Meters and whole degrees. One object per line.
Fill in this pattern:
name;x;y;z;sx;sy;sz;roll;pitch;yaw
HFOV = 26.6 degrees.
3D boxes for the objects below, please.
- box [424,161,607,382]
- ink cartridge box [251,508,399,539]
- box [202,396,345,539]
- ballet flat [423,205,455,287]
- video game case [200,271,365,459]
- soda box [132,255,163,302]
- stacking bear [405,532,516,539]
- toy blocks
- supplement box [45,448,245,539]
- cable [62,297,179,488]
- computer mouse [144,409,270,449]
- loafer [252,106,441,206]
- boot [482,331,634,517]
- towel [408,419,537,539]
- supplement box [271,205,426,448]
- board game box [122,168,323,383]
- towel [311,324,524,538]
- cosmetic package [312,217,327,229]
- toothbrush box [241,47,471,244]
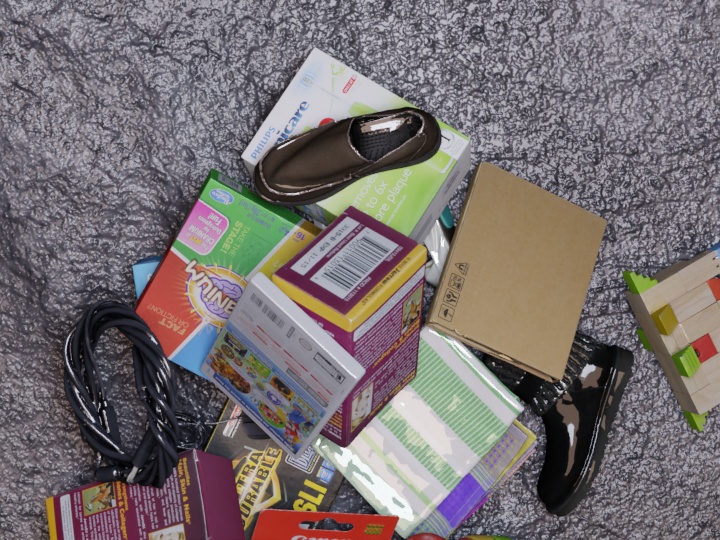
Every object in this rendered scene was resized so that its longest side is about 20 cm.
box;0.172;0.001;1.653;0.162;0.021;0.201;24;67;-11
ink cartridge box;-0.051;0.348;1.673;0.161;0.050;0.201;6;130;-16
box;-0.110;0.242;1.718;0.159;0.049;0.201;26;96;-6
ballet flat;0.084;-0.029;1.685;0.069;0.069;0.201;-28;93;2
video game case;-0.083;0.100;1.534;0.143;0.200;0.018;42;54;6
soda box;-0.146;0.010;1.679;0.198;0.064;0.068;-8;97;0
stacking bear;0.128;0.344;1.677;0.199;0.121;0.115;19;55;-23
toy blocks;0.391;0.059;1.691;0.136;0.100;0.201;-28;97;-9
supplement box;-0.233;0.278;1.653;0.199;0.086;0.111;-20;68;20
cable;-0.249;0.129;1.586;0.051;0.162;0.202;-10;99;-42
computer mouse;-0.138;0.163;1.667;0.198;0.034;0.059;-10;97;0
loafer;-0.017;-0.126;1.536;0.199;0.071;0.074;-20;75;1
boot;0.197;0.153;1.696;0.157;0.079;0.213;20;89;-9
towel;0.088;0.208;1.697;0.144;0.023;0.200;45;109;10
supplement box;-0.012;0.058;1.550;0.103;0.131;0.201;29;140;24
board game box;-0.140;0.016;1.620;0.152;0.040;0.201;28;106;-11
towel;0.062;0.169;1.659;0.153;0.023;0.200;44;99;5
cosmetic package;0.000;0.000;1.688;0.082;0.051;0.202;-12;98;-1
toothbrush box;-0.002;-0.117;1.613;0.199;0.086;0.146;32;81;14
